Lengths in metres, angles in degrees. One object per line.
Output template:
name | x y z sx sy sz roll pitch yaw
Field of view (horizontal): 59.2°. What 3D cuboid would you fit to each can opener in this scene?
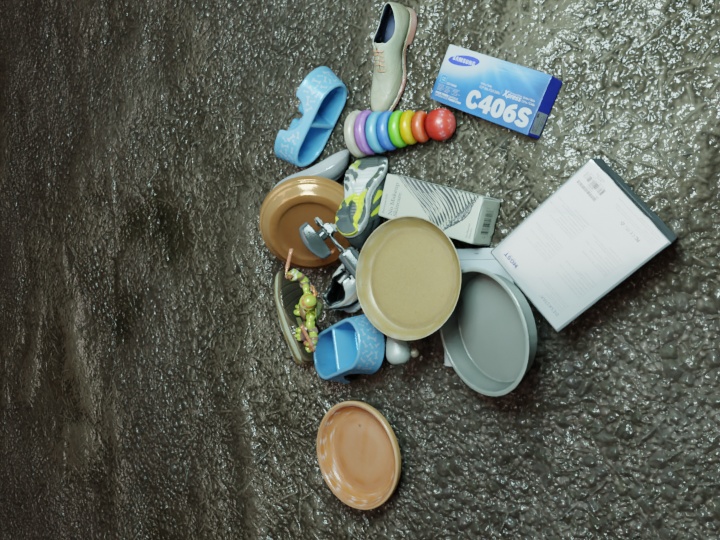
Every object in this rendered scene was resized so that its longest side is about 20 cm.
can opener | -0.027 -0.014 1.137 0.066 0.053 0.200 -42 86 -1

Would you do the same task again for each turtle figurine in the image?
turtle figurine | -0.101 0.067 1.208 0.161 0.064 0.201 109 145 -69

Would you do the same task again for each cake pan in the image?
cake pan | 0.197 0.092 0.980 0.200 0.037 0.201 24 119 54

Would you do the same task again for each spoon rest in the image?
spoon rest | -0.103 -0.174 1.227 0.200 0.061 0.099 -40 21 -3

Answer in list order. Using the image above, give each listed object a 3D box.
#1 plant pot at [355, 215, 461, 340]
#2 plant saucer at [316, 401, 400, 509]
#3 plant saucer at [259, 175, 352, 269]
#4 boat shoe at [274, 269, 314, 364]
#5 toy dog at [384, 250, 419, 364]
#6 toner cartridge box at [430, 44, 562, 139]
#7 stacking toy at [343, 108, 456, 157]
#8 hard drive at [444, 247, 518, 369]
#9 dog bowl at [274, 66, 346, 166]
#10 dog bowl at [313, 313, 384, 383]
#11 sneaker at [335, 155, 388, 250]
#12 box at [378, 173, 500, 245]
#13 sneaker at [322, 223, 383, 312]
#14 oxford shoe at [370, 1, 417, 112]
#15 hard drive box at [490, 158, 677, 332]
plant pot | 0.079 0.012 1.031 0.199 0.027 0.201 -1 88 36
plant saucer | 0.000 0.349 1.209 0.199 0.037 0.201 0 90 40
plant saucer | -0.094 -0.082 1.200 0.200 0.199 0.038 -52 21 27
boat shoe | -0.146 0.100 1.319 0.076 0.071 0.201 -30 70 52
toy dog | 0.098 0.059 1.101 0.096 0.132 0.201 5 100 1
toner cartridge box | 0.215 -0.292 1.028 0.200 0.043 0.095 32 109 35
stacking toy | 0.073 -0.249 1.120 0.199 0.085 0.086 1 91 32
hard drive | 0.200 0.064 1.056 0.131 0.027 0.201 0 91 39
dog bowl | -0.093 -0.292 1.234 0.050 0.111 0.201 37 114 17
dog bowl | -0.028 0.149 1.192 0.200 0.049 0.112 -34 60 54
sneaker | 0.007 -0.125 1.155 0.074 0.085 0.201 6 56 24
box | 0.132 -0.106 1.083 0.199 0.068 0.083 19 102 37
sneaker | 0.000 0.000 1.187 0.074 0.080 0.201 43 115 32
oxford shoe | 0.043 -0.381 1.148 0.071 0.074 0.201 17 102 37
hard drive box | 0.316 -0.036 0.912 0.200 0.077 0.156 -46 74 30
